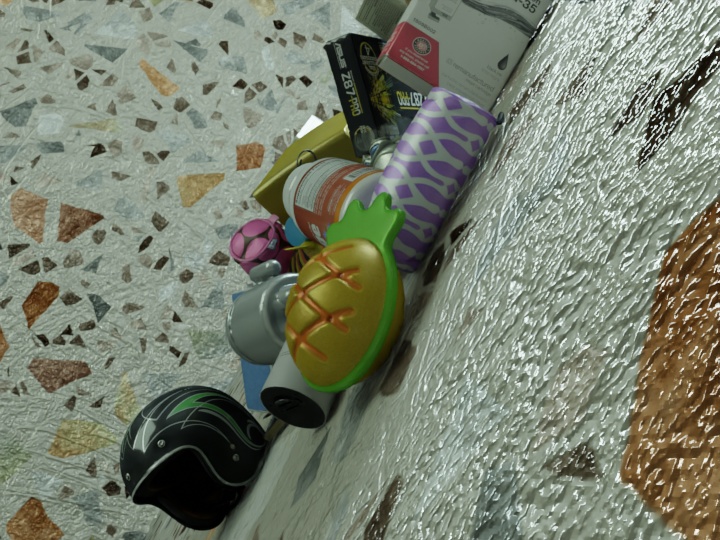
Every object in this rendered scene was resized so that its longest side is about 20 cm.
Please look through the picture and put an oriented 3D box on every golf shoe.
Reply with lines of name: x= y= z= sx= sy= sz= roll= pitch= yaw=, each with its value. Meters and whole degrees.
golf shoe: x=0.035 y=-0.083 z=1.031 sx=0.200 sy=0.078 sz=0.098 roll=97 pitch=157 yaw=-55

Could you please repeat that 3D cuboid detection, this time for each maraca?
maraca: x=-0.010 y=0.019 z=0.743 sx=0.137 sy=0.107 sz=0.201 roll=-6 pitch=64 yaw=47

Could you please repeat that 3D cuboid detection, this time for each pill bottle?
pill bottle: x=-0.018 y=-0.077 z=0.947 sx=0.113 sy=0.112 sz=0.200 roll=-60 pitch=33 yaw=-2

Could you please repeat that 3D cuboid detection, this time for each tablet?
tablet: x=-0.168 y=0.128 z=1.241 sx=0.130 sy=0.014 sz=0.201 roll=-12 pitch=85 yaw=59

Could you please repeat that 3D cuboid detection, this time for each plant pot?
plant pot: x=-0.022 y=-0.149 z=1.258 sx=0.176 sy=0.200 sz=0.200 roll=-40 pitch=15 yaw=31

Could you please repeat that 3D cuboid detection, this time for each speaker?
speaker: x=-0.044 y=0.081 z=0.899 sx=0.081 sy=0.081 sz=0.200 roll=-51 pitch=12 yaw=50

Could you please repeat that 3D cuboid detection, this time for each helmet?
helmet: x=-0.249 y=0.265 z=1.133 sx=0.201 sy=0.190 sz=0.200 roll=-58 pitch=7 yaw=11

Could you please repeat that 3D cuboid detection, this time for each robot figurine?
robot figurine: x=-0.117 y=0.071 z=1.082 sx=0.200 sy=0.113 sz=0.170 roll=-21 pitch=78 yaw=52

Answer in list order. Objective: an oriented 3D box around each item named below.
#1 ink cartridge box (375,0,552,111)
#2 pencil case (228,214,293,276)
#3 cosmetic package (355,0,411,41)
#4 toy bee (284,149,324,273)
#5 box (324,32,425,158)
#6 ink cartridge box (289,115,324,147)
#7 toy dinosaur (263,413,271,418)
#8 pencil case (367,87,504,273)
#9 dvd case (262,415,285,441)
ink cartridge box: x=0.132 y=-0.305 z=0.939 sx=0.201 sy=0.146 sz=0.083 roll=-60 pitch=8 yaw=1
pencil case: x=-0.121 y=-0.001 z=1.243 sx=0.091 sy=0.200 sz=0.094 roll=28 pitch=74 yaw=38
cosmetic package: x=0.101 y=-0.332 z=1.048 sx=0.071 sy=0.200 sz=0.105 roll=-58 pitch=8 yaw=-16
toy bee: x=-0.059 y=-0.058 z=1.133 sx=0.131 sy=0.108 sz=0.201 roll=-37 pitch=-47 yaw=-37
box: x=0.034 y=-0.245 z=1.098 sx=0.049 sy=0.162 sz=0.200 roll=-12 pitch=3 yaw=29
ink cartridge box: x=-0.048 y=-0.169 z=1.442 sx=0.147 sy=0.200 sz=0.083 roll=-51 pitch=8 yaw=47
toy dinosaur: x=-0.130 y=0.143 z=1.263 sx=0.200 sy=0.077 sz=0.102 roll=-58 pitch=0 yaw=-8
pencil case: x=0.066 y=-0.095 z=0.816 sx=0.201 sy=0.084 sz=0.085 roll=-60 pitch=-5 yaw=6
dvd case: x=-0.073 y=0.143 z=1.105 sx=0.200 sy=0.016 sz=0.149 roll=-53 pitch=9 yaw=45
